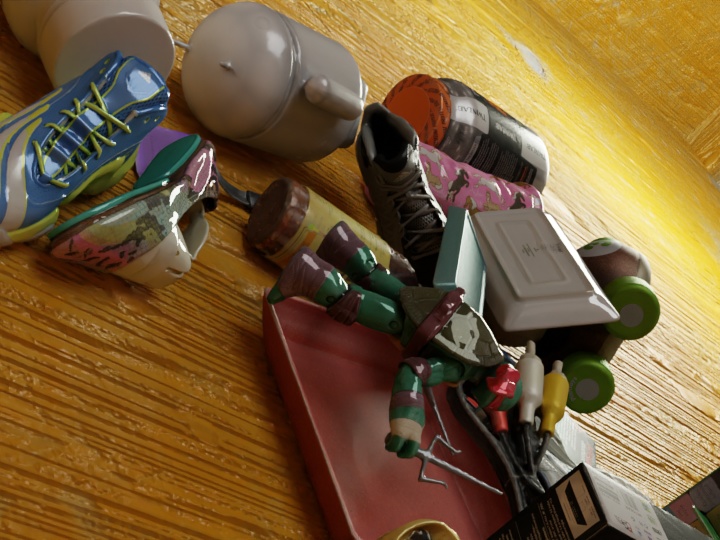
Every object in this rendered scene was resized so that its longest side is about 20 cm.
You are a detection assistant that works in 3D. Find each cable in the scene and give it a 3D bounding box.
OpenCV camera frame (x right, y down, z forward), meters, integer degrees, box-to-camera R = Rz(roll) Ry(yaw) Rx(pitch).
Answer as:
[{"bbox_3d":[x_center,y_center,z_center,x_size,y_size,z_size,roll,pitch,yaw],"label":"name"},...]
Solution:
[{"bbox_3d":[0.116,0.132,0.775,0.095,0.051,0.202,13,39,-13],"label":"cable"}]

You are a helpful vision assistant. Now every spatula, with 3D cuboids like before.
[{"bbox_3d":[-0.097,-0.065,0.852,0.199,0.020,0.057,24,45,-48],"label":"spatula"}]

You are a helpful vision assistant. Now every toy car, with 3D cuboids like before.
[{"bbox_3d":[0.167,0.017,1.045,0.198,0.160,0.165,26,17,-4],"label":"toy car"}]

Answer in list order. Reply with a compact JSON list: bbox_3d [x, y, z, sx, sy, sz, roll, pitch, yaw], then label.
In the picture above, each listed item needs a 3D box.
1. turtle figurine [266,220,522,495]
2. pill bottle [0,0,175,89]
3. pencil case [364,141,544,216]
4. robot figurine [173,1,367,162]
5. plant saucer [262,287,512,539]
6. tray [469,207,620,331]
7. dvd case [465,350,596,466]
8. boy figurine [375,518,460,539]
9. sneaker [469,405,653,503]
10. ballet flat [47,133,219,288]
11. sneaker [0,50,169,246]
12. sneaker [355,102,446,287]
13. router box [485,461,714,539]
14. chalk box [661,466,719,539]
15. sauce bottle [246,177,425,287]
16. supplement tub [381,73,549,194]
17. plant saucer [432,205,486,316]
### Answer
[{"bbox_3d":[0.039,0.053,0.722,0.199,0.101,0.150,40,11,8],"label":"turtle figurine"},{"bbox_3d":[-0.209,-0.216,0.781,0.114,0.114,0.202,15,38,-51],"label":"pill bottle"},{"bbox_3d":[0.101,-0.077,1.108,0.198,0.082,0.088,17,57,-34],"label":"pencil case"},{"bbox_3d":[-0.075,-0.161,0.928,0.168,0.115,0.199,13,0,37],"label":"robot figurine"},{"bbox_3d":[0.019,0.121,0.744,0.198,0.037,0.202,23,34,-45],"label":"plant saucer"},{"bbox_3d":[0.154,-0.010,0.973,0.105,0.023,0.201,-4,30,-8],"label":"tray"},{"bbox_3d":[0.138,0.129,0.957,0.200,0.022,0.146,43,23,-7],"label":"dvd case"},{"bbox_3d":[0.006,0.201,0.536,0.125,0.064,0.200,47,32,1],"label":"boy figurine"},{"bbox_3d":[0.159,0.191,0.845,0.199,0.078,0.086,37,30,0],"label":"sneaker"},{"bbox_3d":[-0.132,-0.032,0.700,0.072,0.068,0.200,64,19,-15],"label":"ballet flat"},{"bbox_3d":[-0.177,-0.087,0.642,0.076,0.105,0.200,44,23,-5],"label":"sneaker"},{"bbox_3d":[0.040,-0.056,0.942,0.116,0.074,0.203,67,-1,-76],"label":"sneaker"},{"bbox_3d":[0.155,0.217,0.683,0.199,0.149,0.051,31,26,-31],"label":"router box"},{"bbox_3d":[0.357,0.262,0.999,0.198,0.124,0.126,20,35,-45],"label":"chalk box"},{"bbox_3d":[0.000,0.000,0.865,0.199,0.066,0.067,32,27,-28],"label":"sauce bottle"},{"bbox_3d":[0.115,-0.139,1.214,0.199,0.122,0.124,22,33,-45],"label":"supplement tub"},{"bbox_3d":[0.083,0.005,0.860,0.200,0.019,0.071,-66,137,-68],"label":"plant saucer"}]
